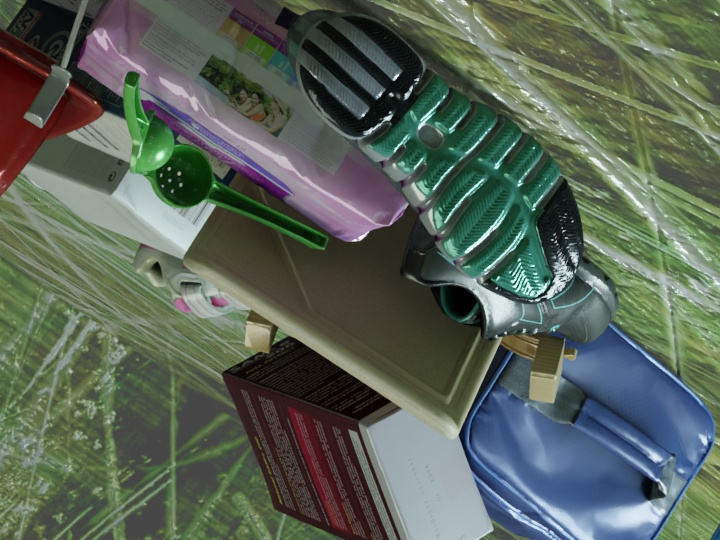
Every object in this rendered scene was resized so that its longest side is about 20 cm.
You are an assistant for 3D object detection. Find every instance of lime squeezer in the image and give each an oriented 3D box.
[{"bbox_3d":[-0.098,-0.057,1.463,0.071,0.038,0.200,27,170,39],"label":"lime squeezer"}]

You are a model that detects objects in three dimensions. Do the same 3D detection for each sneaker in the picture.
[{"bbox_3d":[0.038,-0.067,1.381,0.200,0.074,0.088,47,180,-25],"label":"sneaker"},{"bbox_3d":[0.081,0.004,1.544,0.075,0.079,0.200,24,170,38],"label":"sneaker"},{"bbox_3d":[-0.107,0.004,2.179,0.200,0.088,0.081,24,168,43],"label":"sneaker"}]

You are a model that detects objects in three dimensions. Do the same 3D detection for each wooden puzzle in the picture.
[{"bbox_3d":[0.000,0.000,1.573,0.185,0.037,0.200,34,-145,-4],"label":"wooden puzzle"}]

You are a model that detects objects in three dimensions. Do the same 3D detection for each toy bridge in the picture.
[{"bbox_3d":[0.034,0.035,1.635,0.200,0.067,0.027,9,135,9],"label":"toy bridge"}]

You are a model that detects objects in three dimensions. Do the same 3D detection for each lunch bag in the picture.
[{"bbox_3d":[0.129,0.103,1.729,0.200,0.136,0.132,37,170,-27],"label":"lunch bag"}]

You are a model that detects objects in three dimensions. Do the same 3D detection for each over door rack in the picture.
[{"bbox_3d":[-0.209,-0.182,1.505,0.148,0.067,0.200,33,151,-3],"label":"over door rack"}]

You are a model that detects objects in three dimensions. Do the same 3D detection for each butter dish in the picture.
[{"bbox_3d":[-0.294,-0.091,1.705,0.199,0.148,0.200,29,163,-21],"label":"butter dish"}]

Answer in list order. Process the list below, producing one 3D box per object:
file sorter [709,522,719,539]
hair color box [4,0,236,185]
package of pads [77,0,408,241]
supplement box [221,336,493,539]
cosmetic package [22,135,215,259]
[{"bbox_3d":[0.292,0.195,1.721,0.139,0.123,0.200,32,172,6],"label":"file sorter"},{"bbox_3d":[-0.151,-0.113,1.763,0.200,0.061,0.100,23,165,47],"label":"hair color box"},{"bbox_3d":[-0.056,-0.095,1.480,0.200,0.076,0.121,33,170,-5],"label":"package of pads"},{"bbox_3d":[-0.005,0.114,1.712,0.200,0.061,0.109,15,129,59],"label":"supplement box"},{"bbox_3d":[-0.178,-0.078,2.006,0.113,0.081,0.200,39,170,-37],"label":"cosmetic package"}]
